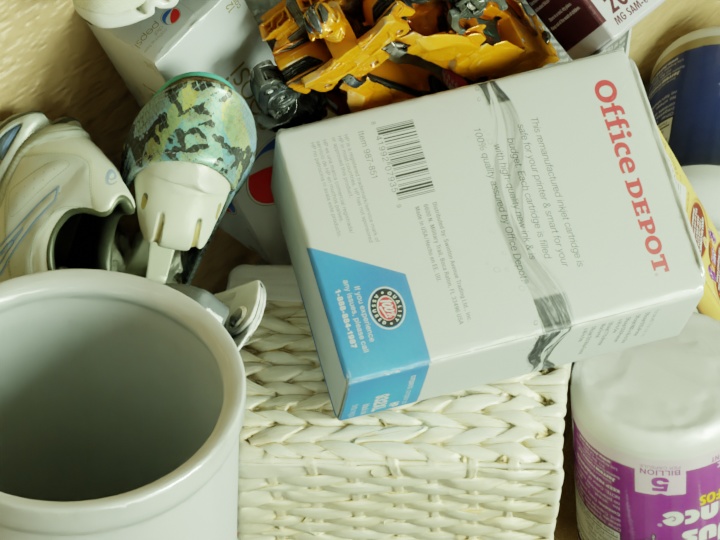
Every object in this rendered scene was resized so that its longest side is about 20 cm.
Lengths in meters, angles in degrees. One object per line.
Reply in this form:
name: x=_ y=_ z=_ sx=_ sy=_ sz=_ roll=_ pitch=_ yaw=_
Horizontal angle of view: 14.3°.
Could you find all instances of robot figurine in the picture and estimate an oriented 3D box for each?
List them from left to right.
robot figurine: x=0.020 y=-0.121 z=1.550 sx=0.145 sy=0.058 sz=0.200 roll=-36 pitch=156 yaw=19

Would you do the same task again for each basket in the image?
basket: x=0.022 y=0.082 z=1.618 sx=0.199 sy=0.124 sz=0.136 roll=1 pitch=150 yaw=0

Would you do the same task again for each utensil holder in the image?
utensil holder: x=-0.142 y=0.129 z=1.463 sx=0.170 sy=0.170 sz=0.200 roll=-28 pitch=139 yaw=-30

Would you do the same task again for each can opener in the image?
can opener: x=-0.125 y=0.040 z=1.551 sx=0.066 sy=0.200 sz=0.053 roll=40 pitch=52 yaw=-25

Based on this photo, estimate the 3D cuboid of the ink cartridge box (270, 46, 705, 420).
ink cartridge box: x=0.066 y=-0.019 z=1.542 sx=0.199 sy=0.145 sz=0.084 roll=-14 pitch=162 yaw=-9

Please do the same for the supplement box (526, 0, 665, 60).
supplement box: x=0.105 y=-0.226 z=1.566 sx=0.109 sy=0.200 sz=0.061 roll=-39 pitch=-179 yaw=-20

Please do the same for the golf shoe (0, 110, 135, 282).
golf shoe: x=-0.180 y=0.019 z=1.531 sx=0.078 sy=0.097 sz=0.200 roll=-7 pitch=125 yaw=-46

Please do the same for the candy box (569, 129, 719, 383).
candy box: x=0.156 y=0.001 z=1.710 sx=0.200 sy=0.116 sz=0.057 roll=54 pitch=34 yaw=-39

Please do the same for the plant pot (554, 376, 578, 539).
plant pot: x=0.061 y=0.072 z=1.789 sx=0.186 sy=0.186 sz=0.200 roll=-29 pitch=126 yaw=-29

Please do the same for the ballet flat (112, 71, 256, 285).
ballet flat: x=-0.101 y=-0.028 z=1.536 sx=0.074 sy=0.074 sz=0.200 roll=-31 pitch=163 yaw=-27

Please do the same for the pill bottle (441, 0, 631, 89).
pill bottle: x=0.105 y=-0.138 z=1.702 sx=0.111 sy=0.111 sz=0.200 roll=-24 pitch=134 yaw=-34

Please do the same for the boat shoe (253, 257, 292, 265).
boat shoe: x=0.000 y=0.000 z=1.664 sx=0.200 sy=0.072 sz=0.069 roll=-32 pitch=106 yaw=22

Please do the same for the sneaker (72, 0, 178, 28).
sneaker: x=-0.086 y=-0.212 z=1.479 sx=0.200 sy=0.075 sz=0.081 roll=-50 pitch=130 yaw=-8

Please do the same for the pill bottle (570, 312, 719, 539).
pill bottle: x=0.183 y=0.128 z=1.712 sx=0.112 sy=0.112 sz=0.200 roll=-34 pitch=140 yaw=-24

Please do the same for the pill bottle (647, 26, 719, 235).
pill bottle: x=0.228 y=-0.051 z=1.828 sx=0.111 sy=0.111 sz=0.200 roll=77 pitch=20 yaw=-46

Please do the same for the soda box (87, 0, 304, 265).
soda box: x=-0.076 y=-0.088 z=1.580 sx=0.064 sy=0.068 sz=0.200 roll=-45 pitch=143 yaw=-12
